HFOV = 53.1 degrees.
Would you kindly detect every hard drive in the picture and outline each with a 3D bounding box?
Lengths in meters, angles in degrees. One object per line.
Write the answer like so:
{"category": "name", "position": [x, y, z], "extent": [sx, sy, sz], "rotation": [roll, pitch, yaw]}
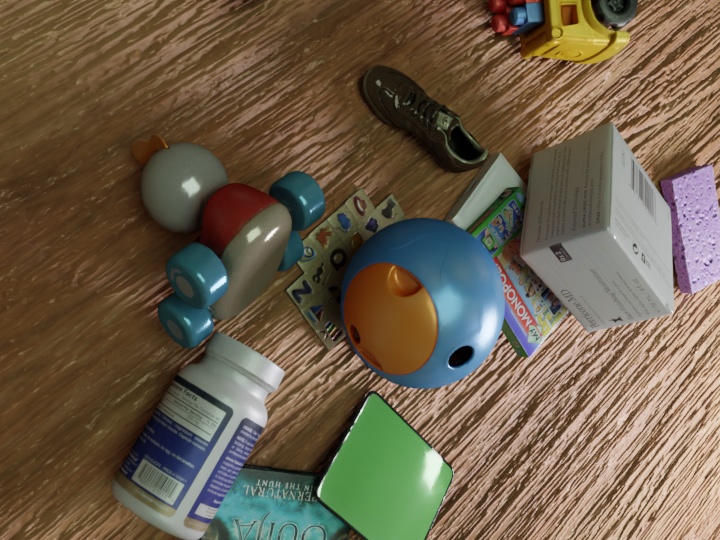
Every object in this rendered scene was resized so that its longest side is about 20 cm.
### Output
{"category": "hard drive", "position": [0.223, -0.052, 1.055], "extent": [0.200, 0.026, 0.132], "rotation": [46, 70, -22]}

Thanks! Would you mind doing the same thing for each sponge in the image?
{"category": "sponge", "position": [0.583, -0.073, 1.254], "extent": [0.110, 0.030, 0.203], "rotation": [-18, 100, -28]}

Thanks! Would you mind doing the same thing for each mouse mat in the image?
{"category": "mouse mat", "position": [0.039, 0.280, 0.952], "extent": [0.200, 0.007, 0.162], "rotation": [47, 58, -25]}

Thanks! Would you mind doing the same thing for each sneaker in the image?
{"category": "sneaker", "position": [0.092, -0.205, 0.950], "extent": [0.199, 0.075, 0.071], "rotation": [34, 76, -26]}

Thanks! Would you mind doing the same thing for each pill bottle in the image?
{"category": "pill bottle", "position": [-0.172, 0.176, 0.790], "extent": [0.115, 0.115, 0.202], "rotation": [37, 74, -24]}

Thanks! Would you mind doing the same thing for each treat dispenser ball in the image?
{"category": "treat dispenser ball", "position": [0.074, 0.039, 0.868], "extent": [0.198, 0.200, 0.205], "rotation": [-1, 92, -29]}

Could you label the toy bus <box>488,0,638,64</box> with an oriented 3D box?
{"category": "toy bus", "position": [0.276, -0.404, 1.031], "extent": [0.188, 0.136, 0.204], "rotation": [-5, 91, -13]}

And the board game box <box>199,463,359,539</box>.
{"category": "board game box", "position": [-0.102, 0.314, 0.883], "extent": [0.197, 0.028, 0.138], "rotation": [15, 83, -29]}

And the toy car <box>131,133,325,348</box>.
{"category": "toy car", "position": [-0.176, -0.061, 0.786], "extent": [0.200, 0.177, 0.184], "rotation": [44, 55, 8]}

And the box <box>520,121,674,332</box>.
{"category": "box", "position": [0.336, -0.056, 1.013], "extent": [0.199, 0.130, 0.202], "rotation": [41, 48, -31]}

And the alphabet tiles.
{"category": "alphabet tiles", "position": [0.000, 0.000, 0.944], "extent": [0.200, 0.006, 0.167], "rotation": [-43, 110, -21]}

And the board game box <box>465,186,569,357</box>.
{"category": "board game box", "position": [0.225, 0.003, 1.027], "extent": [0.134, 0.029, 0.201], "rotation": [-43, 110, -22]}
